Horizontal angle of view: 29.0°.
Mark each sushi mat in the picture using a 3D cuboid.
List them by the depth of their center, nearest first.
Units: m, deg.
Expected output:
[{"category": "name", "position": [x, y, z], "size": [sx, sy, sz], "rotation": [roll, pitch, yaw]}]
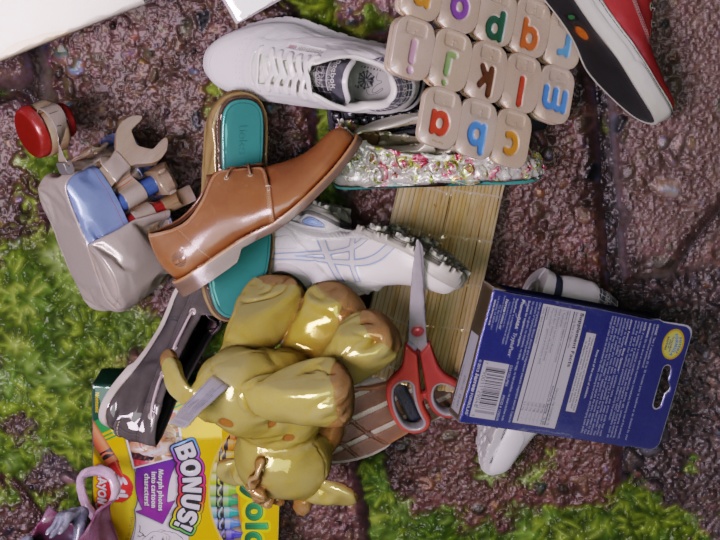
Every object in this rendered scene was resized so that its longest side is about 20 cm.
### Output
[{"category": "sushi mat", "position": [0.063, 0.007, 1.247], "size": [0.096, 0.012, 0.200], "rotation": [13, 82, -1]}]

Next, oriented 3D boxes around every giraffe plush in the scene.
[{"category": "giraffe plush", "position": [-0.060, 0.124, 1.168], "size": [0.200, 0.172, 0.162], "rotation": [-34, 132, -23]}]

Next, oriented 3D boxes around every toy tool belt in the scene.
[{"category": "toy tool belt", "position": [-0.212, -0.070, 1.223], "size": [0.123, 0.125, 0.200], "rotation": [-30, 109, -32]}]

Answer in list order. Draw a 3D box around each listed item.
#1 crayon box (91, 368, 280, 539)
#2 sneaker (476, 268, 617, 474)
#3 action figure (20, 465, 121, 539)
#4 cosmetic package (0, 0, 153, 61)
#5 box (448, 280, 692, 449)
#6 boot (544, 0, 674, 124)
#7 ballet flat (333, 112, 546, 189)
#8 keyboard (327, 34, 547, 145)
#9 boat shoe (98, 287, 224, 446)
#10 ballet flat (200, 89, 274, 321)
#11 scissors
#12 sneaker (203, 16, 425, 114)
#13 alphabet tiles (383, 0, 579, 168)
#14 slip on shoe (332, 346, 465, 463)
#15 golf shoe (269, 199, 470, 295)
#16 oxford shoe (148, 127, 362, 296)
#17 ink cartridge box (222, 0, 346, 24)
[{"category": "crayon box", "position": [-0.160, 0.196, 1.300], "size": [0.172, 0.058, 0.200], "rotation": [2, 103, -1]}, {"category": "sneaker", "position": [0.166, 0.101, 1.273], "size": [0.080, 0.076, 0.200], "rotation": [18, 104, -14]}, {"category": "action figure", "position": [-0.226, 0.293, 1.262], "size": [0.200, 0.134, 0.149], "rotation": [44, 57, -24]}, {"category": "cosmetic package", "position": [-0.280, -0.225, 1.178], "size": [0.200, 0.104, 0.073], "rotation": [-20, 104, 5]}, {"category": "box", "position": [0.185, 0.086, 1.218], "size": [0.200, 0.032, 0.121], "rotation": [11, 99, -19]}, {"category": "boot", "position": [0.246, -0.237, 1.206], "size": [0.144, 0.072, 0.200], "rotation": [-43, 115, -12]}, {"category": "ballet flat", "position": [0.066, -0.106, 1.217], "size": [0.200, 0.076, 0.064], "rotation": [-3, 114, -7]}, {"category": "keyboard", "position": [0.067, -0.158, 1.232], "size": [0.200, 0.040, 0.104], "rotation": [-10, 104, 0]}, {"category": "boat shoe", "position": [-0.154, 0.066, 1.235], "size": [0.057, 0.067, 0.200], "rotation": [26, 72, 18]}, {"category": "ballet flat", "position": [-0.111, -0.057, 1.221], "size": [0.069, 0.063, 0.200], "rotation": [3, 95, -24]}, {"category": "scissors", "position": [0.042, 0.062, 1.186], "size": [0.073, 0.014, 0.200], "rotation": [-12, 126, 9]}, {"category": "sneaker", "position": [-0.046, -0.172, 1.191], "size": [0.200, 0.081, 0.077], "rotation": [6, 109, 16]}, {"category": "alphabet tiles", "position": [0.107, -0.191, 1.177], "size": [0.200, 0.015, 0.196], "rotation": [11, 86, -35]}, {"category": "slip on shoe", "position": [0.021, 0.117, 1.274], "size": [0.200, 0.061, 0.076], "rotation": [-24, 100, -2]}, {"category": "golf shoe", "position": [0.000, 0.000, 1.218], "size": [0.200, 0.078, 0.097], "rotation": [20, 95, 29]}, {"category": "oxford shoe", "position": [-0.087, -0.064, 1.157], "size": [0.200, 0.071, 0.071], "rotation": [-37, 99, -6]}, {"category": "ink cartridge box", "position": [-0.083, -0.300, 1.150], "size": [0.125, 0.129, 0.200], "rotation": [-28, 102, 6]}]
